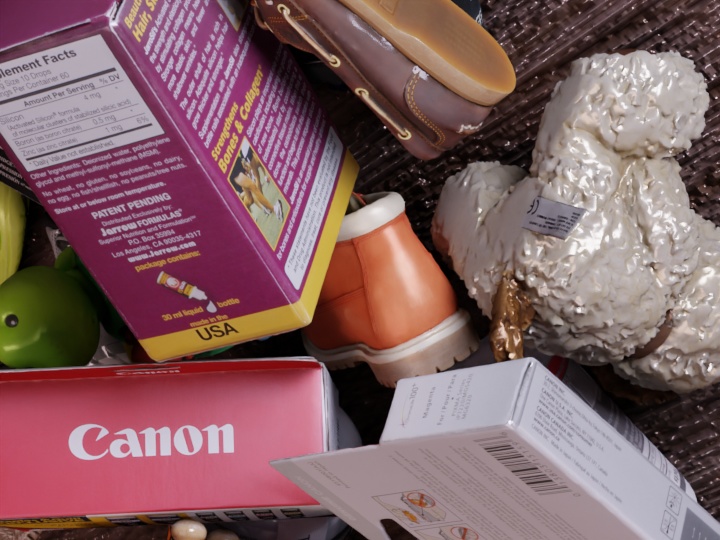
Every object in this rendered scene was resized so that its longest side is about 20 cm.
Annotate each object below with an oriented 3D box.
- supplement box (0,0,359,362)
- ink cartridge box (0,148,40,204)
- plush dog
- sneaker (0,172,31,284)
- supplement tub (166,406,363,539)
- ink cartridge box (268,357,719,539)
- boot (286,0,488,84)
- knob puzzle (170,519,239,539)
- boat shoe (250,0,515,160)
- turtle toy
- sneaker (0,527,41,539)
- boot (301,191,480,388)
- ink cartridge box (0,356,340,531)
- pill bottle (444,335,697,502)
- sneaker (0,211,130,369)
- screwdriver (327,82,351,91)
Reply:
[{"bbox_3d":[-0.097,-0.073,1.042,0.102,0.131,0.201,-13,126,27],"label":"supplement box"},{"bbox_3d":[-0.236,-0.115,1.270,0.199,0.044,0.094,29,135,7],"label":"ink cartridge box"},{"bbox_3d":[0.144,0.005,1.084,0.171,0.162,0.200,22,141,-21],"label":"plush dog"},{"bbox_3d":[-0.268,0.001,1.360,0.083,0.074,0.201,12,131,-10],"label":"sneaker"},{"bbox_3d":[-0.068,0.179,1.366,0.122,0.123,0.201,24,136,12],"label":"supplement tub"},{"bbox_3d":[0.078,0.124,1.097,0.173,0.044,0.200,-11,139,43],"label":"ink cartridge box"},{"bbox_3d":[-0.018,-0.175,1.063,0.196,0.074,0.163,9,134,16],"label":"boot"},{"bbox_3d":[-0.080,0.165,1.203,0.217,0.031,0.220,6,170,1],"label":"knob puzzle"},{"bbox_3d":[-0.018,-0.132,1.006,0.200,0.071,0.070,43,126,-11],"label":"boat shoe"},{"bbox_3d":[-0.123,0.003,1.210,0.198,0.101,0.147,-20,115,-1],"label":"turtle toy"},{"bbox_3d":[-0.207,0.128,1.458,0.200,0.109,0.070,-38,102,15],"label":"sneaker"},{"bbox_3d":[0.000,0.000,1.176,0.108,0.075,0.200,63,164,-9],"label":"boot"},{"bbox_3d":[-0.114,0.101,1.180,0.198,0.085,0.176,-3,170,2],"label":"ink cartridge box"},{"bbox_3d":[0.128,0.135,1.215,0.200,0.111,0.110,47,136,-12],"label":"pill bottle"},{"bbox_3d":[-0.186,0.014,1.342,0.199,0.075,0.116,-22,109,31],"label":"sneaker"},{"bbox_3d":[-0.033,-0.106,1.159,0.198,0.029,0.028,3,129,23],"label":"screwdriver"}]
